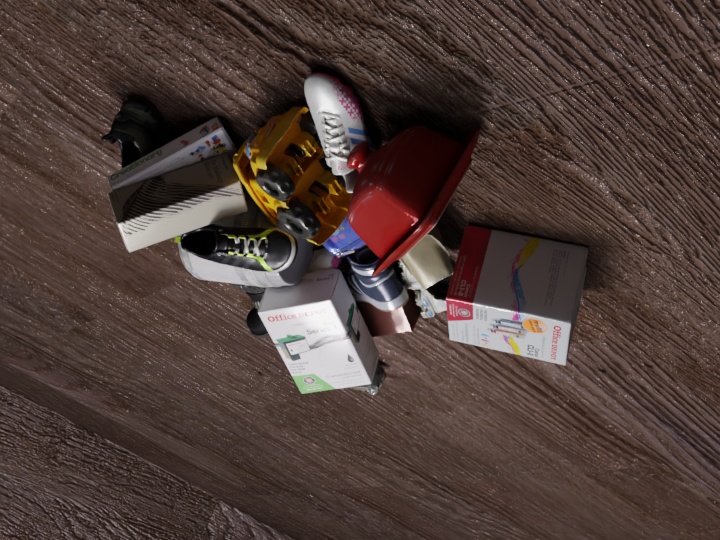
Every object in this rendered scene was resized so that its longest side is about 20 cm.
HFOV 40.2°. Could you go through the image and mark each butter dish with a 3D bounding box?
[{"bbox_3d":[0.047,-0.124,1.379,0.147,0.200,0.200,35,151,-6],"label":"butter dish"}]

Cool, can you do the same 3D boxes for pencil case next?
[{"bbox_3d":[0.007,-0.081,1.576,0.077,0.088,0.199,12,158,-34],"label":"pencil case"}]

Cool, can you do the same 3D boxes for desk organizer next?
[{"bbox_3d":[0.003,0.072,1.773,0.198,0.072,0.077,-9,119,27],"label":"desk organizer"}]

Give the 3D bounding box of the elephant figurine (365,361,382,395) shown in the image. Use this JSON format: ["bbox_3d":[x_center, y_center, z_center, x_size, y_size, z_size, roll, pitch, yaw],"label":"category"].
[{"bbox_3d":[-0.024,0.134,1.856,0.141,0.201,0.155,27,152,-14],"label":"elephant figurine"}]

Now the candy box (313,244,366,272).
[{"bbox_3d":[-0.042,-0.028,1.770,0.199,0.027,0.102,-11,143,44],"label":"candy box"}]

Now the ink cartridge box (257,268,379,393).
[{"bbox_3d":[-0.071,0.108,1.712,0.145,0.085,0.201,-11,125,22],"label":"ink cartridge box"}]

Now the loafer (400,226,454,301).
[{"bbox_3d":[0.110,-0.014,1.554,0.075,0.069,0.200,-31,145,11],"label":"loafer"}]

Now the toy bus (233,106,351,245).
[{"bbox_3d":[-0.125,-0.157,1.510,0.191,0.136,0.200,19,155,38],"label":"toy bus"}]

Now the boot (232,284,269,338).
[{"bbox_3d":[-0.205,0.052,1.957,0.157,0.080,0.210,29,143,-28],"label":"boot"}]

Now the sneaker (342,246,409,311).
[{"bbox_3d":[0.000,0.000,1.693,0.199,0.070,0.109,15,138,56],"label":"sneaker"}]

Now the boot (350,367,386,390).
[{"bbox_3d":[-0.049,0.171,2.095,0.180,0.073,0.201,6,142,20],"label":"boot"}]

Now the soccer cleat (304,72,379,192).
[{"bbox_3d":[-0.027,-0.191,1.406,0.069,0.087,0.200,2,146,30],"label":"soccer cleat"}]

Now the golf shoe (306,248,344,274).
[{"bbox_3d":[-0.101,-0.004,1.748,0.091,0.076,0.200,34,149,-17],"label":"golf shoe"}]

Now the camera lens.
[{"bbox_3d":[-0.198,-0.056,1.676,0.198,0.161,0.160,6,149,24],"label":"camera lens"}]

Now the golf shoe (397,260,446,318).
[{"bbox_3d":[0.125,0.004,1.693,0.096,0.079,0.200,-12,147,17],"label":"golf shoe"}]

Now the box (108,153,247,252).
[{"bbox_3d":[-0.284,-0.106,1.535,0.198,0.082,0.069,-22,139,-10],"label":"box"}]

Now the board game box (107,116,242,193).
[{"bbox_3d":[-0.286,-0.149,1.578,0.199,0.035,0.127,-28,141,0],"label":"board game box"}]

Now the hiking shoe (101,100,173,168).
[{"bbox_3d":[-0.344,-0.180,1.608,0.075,0.101,0.200,13,152,43],"label":"hiking shoe"}]

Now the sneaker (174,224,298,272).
[{"bbox_3d":[-0.198,-0.033,1.544,0.198,0.073,0.083,5,-174,19],"label":"sneaker"}]

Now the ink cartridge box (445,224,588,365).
[{"bbox_3d":[0.251,0.040,1.572,0.198,0.146,0.146,11,150,15],"label":"ink cartridge box"}]
